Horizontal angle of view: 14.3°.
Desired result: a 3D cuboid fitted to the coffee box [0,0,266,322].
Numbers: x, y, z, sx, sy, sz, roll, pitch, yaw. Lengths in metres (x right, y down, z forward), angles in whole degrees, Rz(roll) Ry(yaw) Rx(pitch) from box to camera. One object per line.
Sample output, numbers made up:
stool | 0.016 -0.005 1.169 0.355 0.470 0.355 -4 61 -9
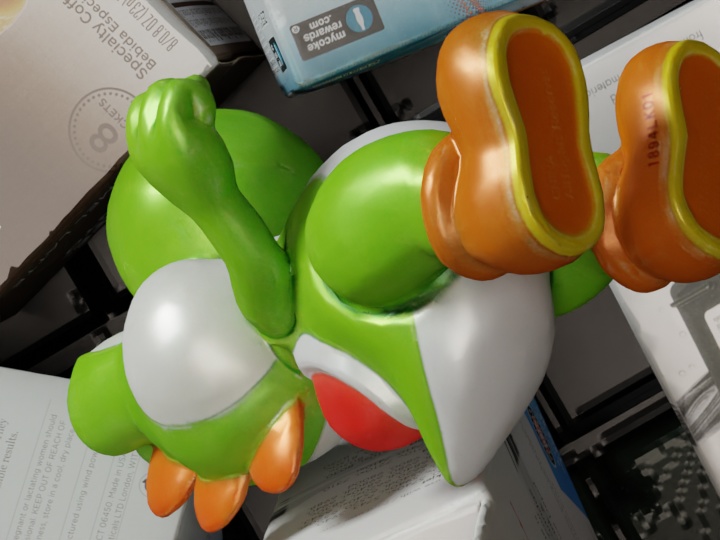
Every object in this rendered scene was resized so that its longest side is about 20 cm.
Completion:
coffee box | -0.140 -0.090 0.813 0.114 0.080 0.200 -44 89 9

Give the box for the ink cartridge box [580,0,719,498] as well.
ink cartridge box | 0.119 0.025 0.773 0.068 0.116 0.201 -27 92 10

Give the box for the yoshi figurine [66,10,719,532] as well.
yoshi figurine | -0.005 -0.015 0.695 0.200 0.112 0.113 -26 108 45

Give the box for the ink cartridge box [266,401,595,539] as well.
ink cartridge box | 0.027 0.103 0.737 0.068 0.200 0.116 -23 99 9

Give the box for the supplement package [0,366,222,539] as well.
supplement package | -0.146 0.094 0.797 0.199 0.114 0.110 9 54 7

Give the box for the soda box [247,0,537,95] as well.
soda box | 0.061 -0.114 0.768 0.199 0.064 0.069 -22 92 -3
